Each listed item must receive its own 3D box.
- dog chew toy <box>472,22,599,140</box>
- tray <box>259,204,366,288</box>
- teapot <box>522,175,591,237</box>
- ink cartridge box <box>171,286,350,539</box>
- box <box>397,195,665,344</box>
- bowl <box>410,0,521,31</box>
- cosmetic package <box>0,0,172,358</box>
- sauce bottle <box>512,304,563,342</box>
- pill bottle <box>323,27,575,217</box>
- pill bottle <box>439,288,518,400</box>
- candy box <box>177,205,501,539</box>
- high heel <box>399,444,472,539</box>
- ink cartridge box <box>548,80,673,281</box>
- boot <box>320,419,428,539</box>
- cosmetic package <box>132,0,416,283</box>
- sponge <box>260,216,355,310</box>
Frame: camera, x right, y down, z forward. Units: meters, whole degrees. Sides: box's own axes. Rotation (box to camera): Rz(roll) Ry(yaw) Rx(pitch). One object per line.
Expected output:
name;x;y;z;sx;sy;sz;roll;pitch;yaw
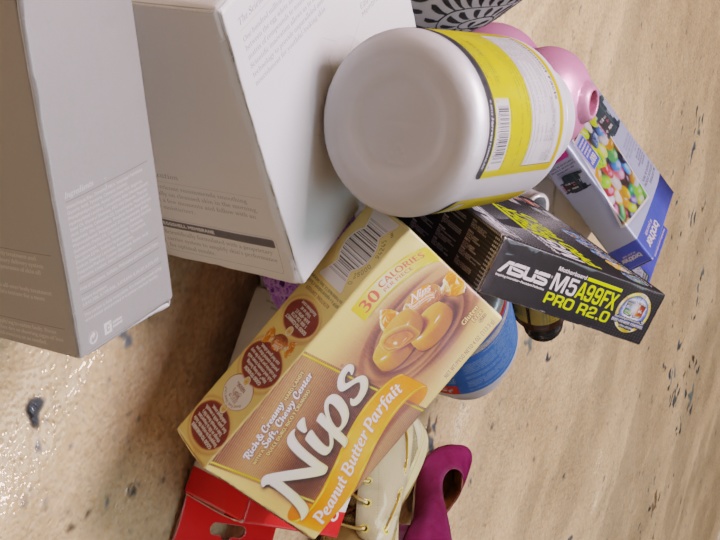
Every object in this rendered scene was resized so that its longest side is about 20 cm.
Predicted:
dog chew toy;0.093;-0.143;1.027;0.124;0.198;0.126;-29;125;-54
tray;-0.027;-0.013;1.039;0.200;0.022;0.109;-40;131;-50
teapot;0.173;-0.077;1.252;0.201;0.145;0.198;-62;147;-29
ink cartridge box;-0.053;0.126;0.956;0.116;0.067;0.202;22;86;-50
box;0.111;-0.023;0.974;0.159;0.200;0.045;19;105;-31
bowl;0.036;-0.237;0.960;0.200;0.200;0.095;-39;167;-50
cosmetic package;-0.172;-0.066;0.673;0.090;0.106;0.203;-33;129;-52
sauce bottle;0.164;0.018;1.189;0.200;0.064;0.065;68;40;-69
pill bottle;0.069;-0.098;0.840;0.199;0.111;0.114;-13;111;-60
pill bottle;0.084;0.049;1.152;0.200;0.111;0.113;62;46;-64
candy box;-0.012;0.068;0.853;0.200;0.055;0.115;-49;128;1
high heel;0.087;0.237;1.250;0.200;0.095;0.068;-42;134;-48
ink cartridge box;0.227;-0.086;1.180;0.201;0.042;0.120;52;38;-16
boot;-0.010;0.176;1.079;0.201;0.072;0.156;-65;149;-28
cosmetic package;-0.061;-0.139;0.830;0.200;0.122;0.202;-54;144;-38
sponge;0.000;0.000;0.948;0.199;0.112;0.030;13;125;-44
